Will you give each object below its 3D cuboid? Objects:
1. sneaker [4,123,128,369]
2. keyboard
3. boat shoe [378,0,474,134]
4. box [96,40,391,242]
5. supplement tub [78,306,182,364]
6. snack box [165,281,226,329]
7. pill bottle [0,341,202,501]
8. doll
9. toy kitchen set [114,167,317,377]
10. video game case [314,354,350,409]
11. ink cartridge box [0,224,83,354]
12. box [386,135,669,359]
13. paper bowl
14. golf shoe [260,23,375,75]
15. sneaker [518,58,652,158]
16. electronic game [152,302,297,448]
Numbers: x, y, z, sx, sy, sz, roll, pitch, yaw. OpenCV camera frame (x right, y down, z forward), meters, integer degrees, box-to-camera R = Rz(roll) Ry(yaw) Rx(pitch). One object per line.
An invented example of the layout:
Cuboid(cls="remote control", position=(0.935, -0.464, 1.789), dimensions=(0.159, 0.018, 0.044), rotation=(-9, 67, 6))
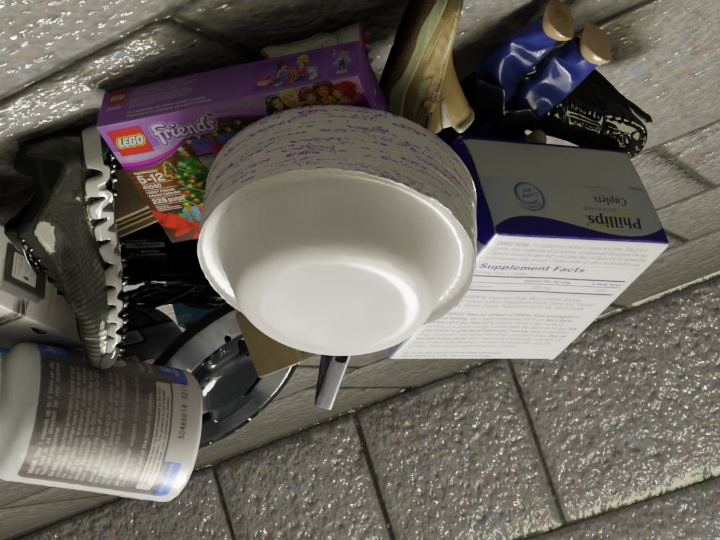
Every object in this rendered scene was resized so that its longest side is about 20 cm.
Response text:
Cuboid(cls="sneaker", position=(-0.228, -0.016, 1.112), dimensions=(0.090, 0.201, 0.067), rotation=(-4, -158, -7))
Cuboid(cls="keyboard", position=(-0.192, -0.001, 1.278), dimensions=(0.199, 0.104, 0.040), rotation=(-2, 135, -15))
Cuboid(cls="boat shoe", position=(0.051, -0.130, 1.070), dimensions=(0.076, 0.072, 0.200), rotation=(18, 138, -4))
Cuboid(cls="box", position=(-0.073, -0.089, 1.048), dimensions=(0.199, 0.039, 0.137), rotation=(-9, 140, 17))
Cuboid(cls="supplement tub", position=(-0.260, 0.107, 1.318), dimensions=(0.122, 0.123, 0.200), rotation=(-27, 172, 38))
Cuboid(cls="snack box", position=(-0.090, -0.030, 1.343), dimensions=(0.199, 0.117, 0.037), rotation=(-19, 168, 4))
Cuboid(cls="pill bottle", position=(-0.240, 0.121, 1.169), dimensions=(0.199, 0.114, 0.114), rotation=(13, 155, -25))
Cuboid(cls="doll", position=(0.111, -0.142, 1.194), dimensions=(0.136, 0.049, 0.200), rotation=(27, 131, -24))
Cuboid(cls="toy kitchen set", position=(-0.132, 0.000, 1.228), dimensions=(0.180, 0.201, 0.163), rotation=(-21, 179, 18))
Cuboid(cls="video game case", position=(0.000, 0.000, 1.225), dimensions=(0.019, 0.143, 0.200), rotation=(15, 122, -5))
Cuboid(cls="ink cartridge box", position=(-0.317, 0.009, 1.136), dimensions=(0.115, 0.067, 0.200), rotation=(-8, 157, 27))
Cuboid(cls="box", position=(0.131, -0.014, 1.258), dimensions=(0.183, 0.105, 0.200), rotation=(2, 146, -29))
Cuboid(cls="paper bowl", position=(-0.017, -0.015, 1.024), dimensions=(0.200, 0.105, 0.201), rotation=(2, 144, 2))
Cuboid(cls="golf shoe", position=(-0.047, -0.127, 1.109), dimensions=(0.091, 0.076, 0.200), rotation=(-6, 158, -14))
Cuboid(cls="sneaker", position=(0.187, -0.154, 1.288), dimensions=(0.199, 0.104, 0.060), rotation=(23, 113, -21))
Cuboid(cls="electronic game", position=(-0.129, 0.096, 1.328), dimensions=(0.200, 0.042, 0.200), rotation=(-34, 152, -20))
